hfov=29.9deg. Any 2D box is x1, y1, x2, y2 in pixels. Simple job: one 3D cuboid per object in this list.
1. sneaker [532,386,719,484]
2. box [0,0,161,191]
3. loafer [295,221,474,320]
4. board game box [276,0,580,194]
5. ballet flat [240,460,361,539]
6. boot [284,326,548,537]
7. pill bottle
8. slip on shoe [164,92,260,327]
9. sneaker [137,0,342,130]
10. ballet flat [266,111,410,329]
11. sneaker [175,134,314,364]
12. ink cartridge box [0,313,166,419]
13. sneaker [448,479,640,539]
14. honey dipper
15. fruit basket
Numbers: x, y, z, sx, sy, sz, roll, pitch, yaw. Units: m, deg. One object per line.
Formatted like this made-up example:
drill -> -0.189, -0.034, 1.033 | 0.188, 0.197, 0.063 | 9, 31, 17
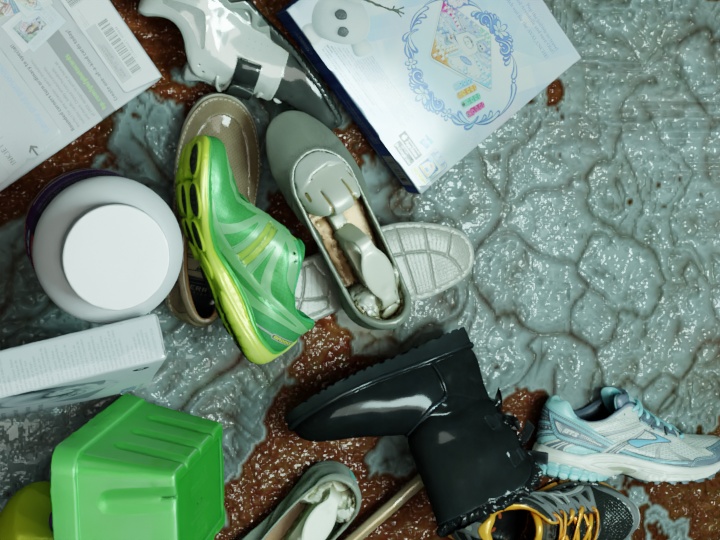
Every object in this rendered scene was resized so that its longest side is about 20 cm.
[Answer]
sneaker -> 0.261, 0.156, 1.280 | 0.200, 0.078, 0.086 | 2, 93, -17
box -> -0.288, -0.164, 1.094 | 0.200, 0.041, 0.156 | -38, 105, -10
loafer -> 0.000, 0.000, 1.194 | 0.200, 0.063, 0.072 | -14, 96, -18
board game box -> 0.063, -0.206, 1.189 | 0.199, 0.043, 0.200 | -40, 106, -11
ballet flat -> -0.073, 0.255, 1.198 | 0.067, 0.064, 0.200 | 40, 85, -17
boot -> 0.052, 0.156, 1.191 | 0.198, 0.073, 0.163 | -23, 80, -14
pill bottle -> -0.202, -0.021, 1.054 | 0.112, 0.200, 0.113 | -2, 97, -16
slip on shoe -> -0.126, -0.051, 1.145 | 0.076, 0.061, 0.200 | 12, 93, -17
sneaker -> -0.103, -0.178, 1.138 | 0.089, 0.074, 0.200 | -44, 104, 6
ballet flat -> -0.012, -0.042, 1.111 | 0.067, 0.064, 0.200 | -29, 102, -14
sneaker -> -0.093, -0.023, 1.094 | 0.083, 0.074, 0.200 | -26, 116, -16
ink cartridge box -> -0.259, 0.086, 1.053 | 0.200, 0.200, 0.041 | -11, 82, -14
sneaker -> 0.176, 0.240, 1.264 | 0.200, 0.077, 0.078 | 1, 95, -18
honey dipper -> 0.035, 0.209, 1.239 | 0.200, 0.038, 0.038 | -39, 106, -8
fruit basket -> -0.223, 0.194, 1.088 | 0.215, 0.216, 0.156 | -3, 98, -16
